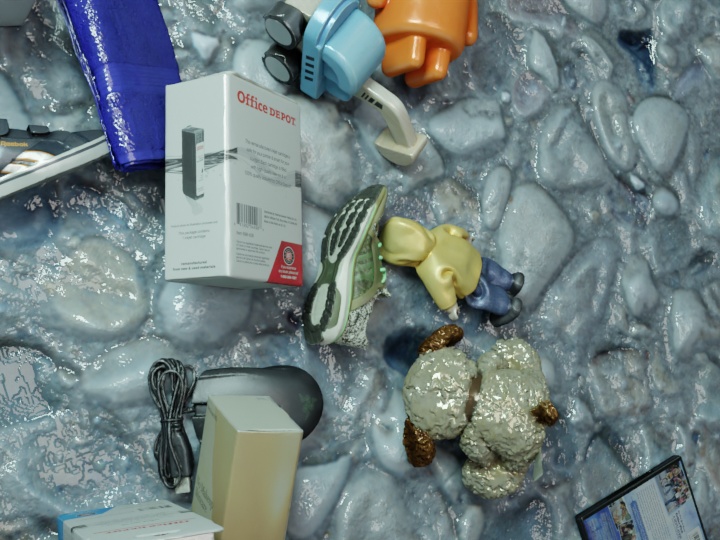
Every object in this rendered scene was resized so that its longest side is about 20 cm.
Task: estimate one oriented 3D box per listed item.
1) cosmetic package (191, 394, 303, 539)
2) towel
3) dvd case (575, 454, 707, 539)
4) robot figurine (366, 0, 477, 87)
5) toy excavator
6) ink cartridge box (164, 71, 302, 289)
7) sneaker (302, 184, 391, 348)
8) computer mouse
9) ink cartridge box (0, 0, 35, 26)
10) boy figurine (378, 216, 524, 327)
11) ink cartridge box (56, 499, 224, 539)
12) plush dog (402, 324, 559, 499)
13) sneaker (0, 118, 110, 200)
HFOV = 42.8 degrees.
[{"bbox_3d":[-0.121,0.236,0.917,0.070,0.105,0.203,5,99,-27],"label":"cosmetic package"},{"bbox_3d":[-0.235,-0.202,0.939,0.147,0.049,0.203,-23,98,-69],"label":"towel"},{"bbox_3d":[0.387,0.358,1.248,0.198,0.017,0.144,-21,94,-27],"label":"dvd case"},{"bbox_3d":[0.077,-0.327,1.106,0.142,0.117,0.203,7,81,1],"label":"robot figurine"},{"bbox_3d":[-0.006,-0.221,1.050,0.199,0.195,0.100,35,67,10],"label":"toy excavator"},{"bbox_3d":[-0.129,-0.086,0.954,0.144,0.083,0.203,10,78,-63],"label":"ink cartridge box"},{"bbox_3d":[0.000,0.000,1.063,0.088,0.077,0.202,24,80,-33],"label":"sneaker"},{"bbox_3d":[-0.122,0.154,0.984,0.198,0.053,0.141,-5,86,-28],"label":"computer mouse"},{"bbox_3d":[-0.360,-0.347,0.861,0.083,0.145,0.203,-9,90,-29],"label":"ink cartridge box"},{"bbox_3d":[0.108,0.000,1.110,0.198,0.064,0.126,25,54,-21],"label":"boy figurine"},{"bbox_3d":[-0.205,0.264,0.846,0.114,0.199,0.068,-1,85,-27],"label":"ink cartridge box"},{"bbox_3d":[0.131,0.158,1.079,0.169,0.161,0.203,14,78,-2],"label":"plush dog"},{"bbox_3d":[-0.338,-0.113,0.886,0.198,0.078,0.080,-27,100,-27],"label":"sneaker"}]
